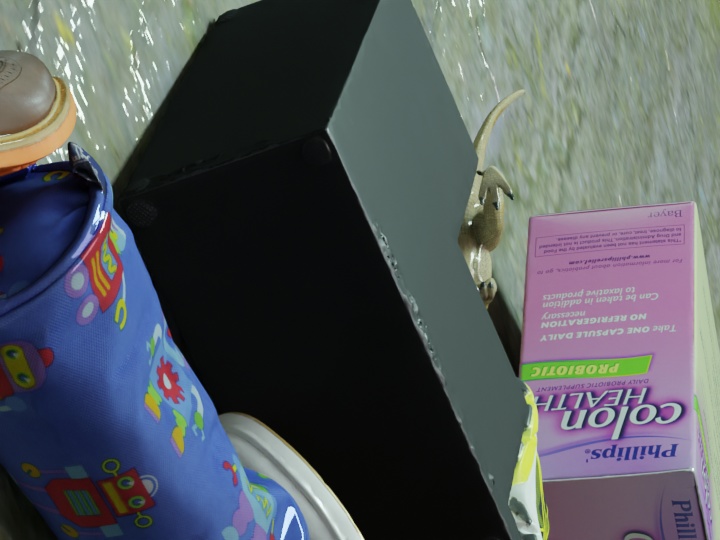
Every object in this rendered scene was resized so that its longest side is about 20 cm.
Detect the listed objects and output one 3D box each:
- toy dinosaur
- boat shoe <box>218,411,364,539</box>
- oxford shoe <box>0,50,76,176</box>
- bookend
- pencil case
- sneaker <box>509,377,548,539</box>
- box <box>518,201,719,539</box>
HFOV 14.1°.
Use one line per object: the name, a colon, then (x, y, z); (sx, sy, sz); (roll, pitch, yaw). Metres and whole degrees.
toy dinosaur: (0.054, -0.017, 1.512); (0.101, 0.058, 0.201); (72, 20, -70)
boat shoe: (-0.024, 0.153, 1.113); (0.069, 0.071, 0.201); (-26, 87, -31)
oxford shoe: (-0.145, -0.055, 0.885); (0.200, 0.071, 0.073); (-35, 107, -70)
bookend: (0.000, 0.000, 1.211); (0.200, 0.092, 0.199); (-72, 140, -62)
pencil case: (-0.085, 0.047, 0.982); (0.087, 0.078, 0.200); (-86, 156, -45)
sneaker: (0.062, 0.142, 1.371); (0.085, 0.074, 0.200); (71, 22, -43)
box: (0.146, 0.096, 1.578); (0.200, 0.096, 0.176); (-84, 165, -45)
